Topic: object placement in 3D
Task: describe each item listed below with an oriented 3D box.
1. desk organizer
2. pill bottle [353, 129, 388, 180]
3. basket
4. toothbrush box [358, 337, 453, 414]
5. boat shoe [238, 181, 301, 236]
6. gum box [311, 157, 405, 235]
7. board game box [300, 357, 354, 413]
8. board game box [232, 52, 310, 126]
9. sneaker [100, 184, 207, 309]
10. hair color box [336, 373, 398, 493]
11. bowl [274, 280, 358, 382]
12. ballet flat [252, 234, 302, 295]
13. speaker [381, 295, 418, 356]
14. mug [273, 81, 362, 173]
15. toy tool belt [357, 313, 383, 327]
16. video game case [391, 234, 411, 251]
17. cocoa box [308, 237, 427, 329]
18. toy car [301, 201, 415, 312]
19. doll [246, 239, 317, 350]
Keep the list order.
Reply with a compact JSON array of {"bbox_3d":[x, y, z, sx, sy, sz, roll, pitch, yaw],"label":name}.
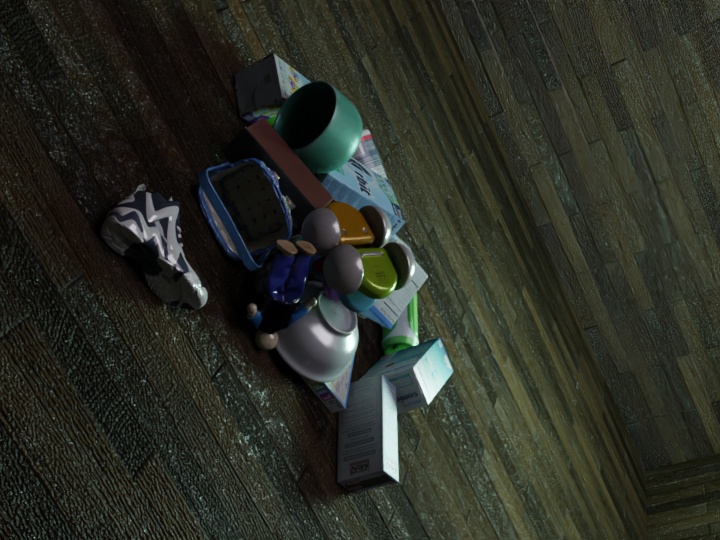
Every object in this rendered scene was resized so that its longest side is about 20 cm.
[{"bbox_3d":[-0.145,-0.171,1.620,0.200,0.072,0.077,49,32,-5],"label":"desk organizer"},{"bbox_3d":[-0.001,-0.203,2.026,0.201,0.119,0.120,69,24,-4],"label":"pill bottle"},{"bbox_3d":[-0.196,-0.104,1.504,0.177,0.138,0.200,64,18,-13],"label":"basket"},{"bbox_3d":[0.089,0.224,1.853,0.086,0.146,0.200,66,25,-6],"label":"toothbrush box"},{"bbox_3d":[-0.152,-0.115,1.692,0.201,0.070,0.072,42,42,-41],"label":"boat shoe"},{"bbox_3d":[-0.012,-0.174,1.833,0.199,0.045,0.170,30,23,-28],"label":"gum box"},{"bbox_3d":[-0.062,0.151,1.721,0.135,0.034,0.201,55,28,-31],"label":"board game box"},{"bbox_3d":[-0.152,-0.333,1.821,0.200,0.103,0.106,26,47,-57],"label":"board game box"},{"bbox_3d":[-0.285,-0.044,1.339,0.199,0.079,0.130,44,42,-27],"label":"sneaker"},{"bbox_3d":[0.013,0.303,1.684,0.061,0.099,0.201,47,33,-42],"label":"hair color box"},{"bbox_3d":[-0.069,0.093,1.619,0.201,0.090,0.202,32,38,-30],"label":"bowl"},{"bbox_3d":[-0.146,-0.011,1.627,0.072,0.072,0.200,63,24,-16],"label":"ballet flat"},{"bbox_3d":[0.088,0.100,2.021,0.088,0.088,0.201,47,32,-41],"label":"speaker"},{"bbox_3d":[-0.084,-0.260,1.708,0.114,0.184,0.153,34,63,-45],"label":"mug"},{"bbox_3d":[0.011,0.014,1.908,0.123,0.124,0.201,71,-1,-56],"label":"toy tool belt"},{"bbox_3d":[0.045,-0.071,1.864,0.200,0.017,0.143,42,15,-26],"label":"video game case"},{"bbox_3d":[0.000,0.000,1.736,0.132,0.200,0.133,-54,133,-10],"label":"cocoa box"},{"bbox_3d":[-0.018,-0.015,1.565,0.174,0.150,0.201,-5,52,-42],"label":"toy car"},{"bbox_3d":[-0.129,0.048,1.502,0.136,0.201,0.048,1,30,-41],"label":"doll"}]
